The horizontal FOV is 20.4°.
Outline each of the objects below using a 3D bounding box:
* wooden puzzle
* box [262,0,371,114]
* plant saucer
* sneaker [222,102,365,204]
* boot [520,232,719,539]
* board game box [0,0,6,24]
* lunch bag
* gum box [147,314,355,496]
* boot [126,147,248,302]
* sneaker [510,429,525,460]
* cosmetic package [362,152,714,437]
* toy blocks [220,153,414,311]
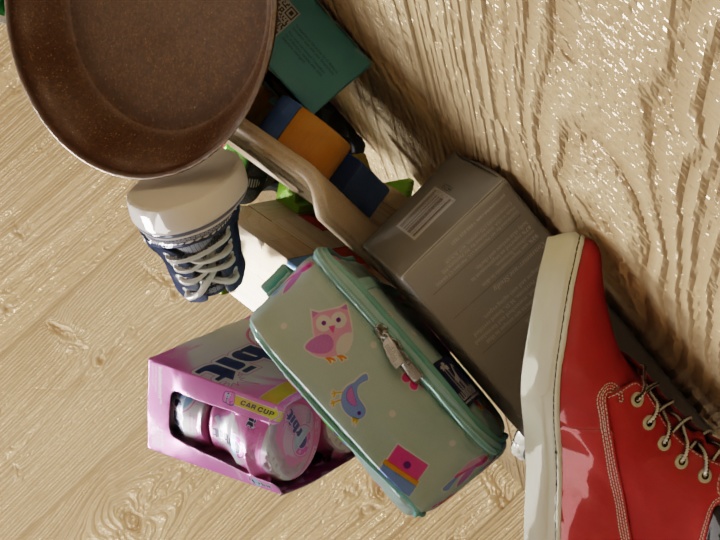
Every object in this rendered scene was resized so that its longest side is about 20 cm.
[{"bbox_3d":[-0.049,-0.080,1.223,0.200,0.046,0.185,41,180,25],"label":"wooden puzzle"},{"bbox_3d":[-0.051,-0.143,1.263,0.082,0.049,0.200,48,177,-8],"label":"box"},{"bbox_3d":[-0.118,-0.153,1.129,0.200,0.201,0.037,47,-150,21],"label":"plant saucer"},{"bbox_3d":[-0.045,-0.086,1.425,0.084,0.077,0.200,33,-156,8],"label":"sneaker"},{"bbox_3d":[0.157,0.073,1.034,0.073,0.143,0.201,-63,-28,-55],"label":"boot"},{"bbox_3d":[-0.206,-0.219,1.301,0.199,0.026,0.200,12,-142,-51],"label":"board game box"},{"bbox_3d":[0.012,0.060,1.156,0.161,0.077,0.200,51,-179,7],"label":"lunch bag"},{"bbox_3d":[-0.041,0.077,1.326,0.113,0.200,0.067,15,113,33],"label":"gum box"},{"bbox_3d":[-0.093,-0.021,1.189,0.200,0.072,0.091,-105,-1,-76],"label":"boot"},{"bbox_3d":[0.157,0.119,1.399,0.085,0.077,0.200,42,175,14],"label":"sneaker"},{"bbox_3d":[0.100,0.039,1.140,0.200,0.090,0.107,46,178,-18],"label":"cosmetic package"},{"bbox_3d":[0.000,0.000,1.331,0.199,0.101,0.136,-11,-146,-40],"label":"toy blocks"}]
